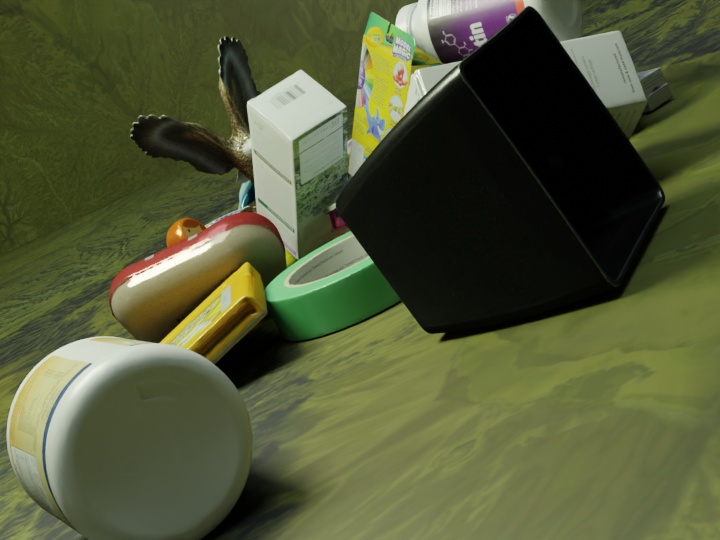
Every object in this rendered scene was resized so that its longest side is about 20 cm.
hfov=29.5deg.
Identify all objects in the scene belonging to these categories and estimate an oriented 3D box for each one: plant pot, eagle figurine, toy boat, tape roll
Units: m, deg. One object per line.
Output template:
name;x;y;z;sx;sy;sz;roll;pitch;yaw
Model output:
plant pot;0.101;-0.065;1.105;0.177;0.200;0.200;-32;8;32
eagle figurine;-0.149;-0.156;1.585;0.151;0.200;0.152;-28;26;39
toy boat;-0.181;-0.006;1.516;0.200;0.131;0.131;-25;50;8
tape roll;0.000;0.000;1.367;0.200;0.048;0.200;-26;11;6

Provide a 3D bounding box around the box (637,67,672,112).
box;0.285;-0.200;1.613;0.041;0.039;0.200;-31;12;-25

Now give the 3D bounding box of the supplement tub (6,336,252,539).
supplement tub;-0.176;0.122;0.998;0.144;0.145;0.200;-32;13;-22

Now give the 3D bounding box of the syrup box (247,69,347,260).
syrup box;-0.067;-0.112;1.511;0.079;0.081;0.200;-35;-30;-25

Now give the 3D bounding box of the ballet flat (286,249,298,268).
ballet flat;-0.100;-0.035;1.660;0.067;0.067;0.200;-49;9;11

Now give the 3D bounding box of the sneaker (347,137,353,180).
sneaker;-0.012;-0.133;1.781;0.140;0.078;0.200;-22;-11;11

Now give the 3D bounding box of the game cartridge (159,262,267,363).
game cartridge;-0.166;0.072;1.352;0.176;0.032;0.200;-43;12;2

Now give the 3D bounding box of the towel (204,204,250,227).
towel;-0.135;-0.041;1.741;0.200;0.024;0.147;-27;-24;-6

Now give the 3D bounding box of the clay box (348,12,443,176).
clay box;0.039;-0.184;1.560;0.048;0.200;0.115;-6;29;-28

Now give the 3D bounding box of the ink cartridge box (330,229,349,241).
ink cartridge box;0.046;-0.084;1.633;0.200;0.045;0.176;-29;11;-7

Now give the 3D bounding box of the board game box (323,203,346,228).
board game box;0.074;-0.086;1.444;0.200;0.026;0.200;-15;0;-12

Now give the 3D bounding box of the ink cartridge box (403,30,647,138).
ink cartridge box;0.147;-0.137;1.283;0.200;0.084;0.146;-13;-22;-8

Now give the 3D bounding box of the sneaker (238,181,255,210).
sneaker;-0.136;-0.081;1.777;0.082;0.074;0.200;-43;-19;-43

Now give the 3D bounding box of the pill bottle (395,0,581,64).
pill bottle;0.143;-0.286;1.556;0.200;0.113;0.112;-9;20;36
